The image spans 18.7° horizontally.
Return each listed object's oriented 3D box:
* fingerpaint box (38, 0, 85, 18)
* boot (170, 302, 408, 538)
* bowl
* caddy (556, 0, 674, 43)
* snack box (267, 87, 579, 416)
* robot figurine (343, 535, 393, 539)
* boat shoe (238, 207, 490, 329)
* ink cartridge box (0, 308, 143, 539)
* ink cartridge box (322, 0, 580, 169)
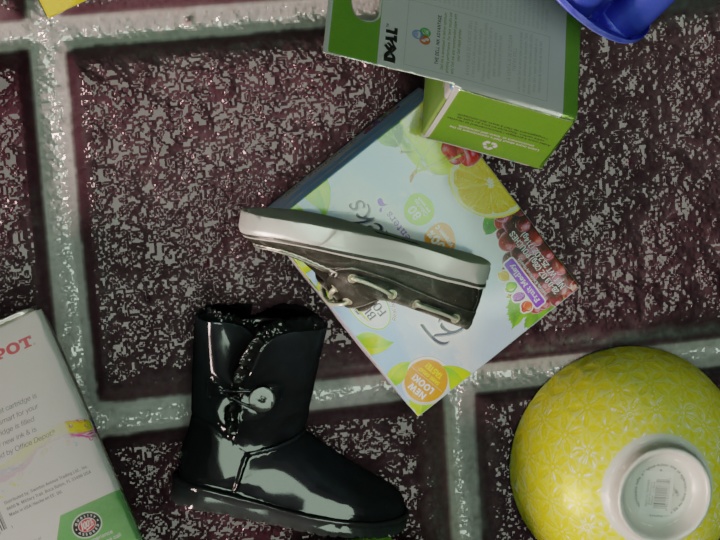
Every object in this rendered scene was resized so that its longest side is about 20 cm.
[{"bbox_3d":[-0.182,-0.307,1.631,0.200,0.073,0.167,-27,105,-5],"label":"fingerpaint box"},{"bbox_3d":[-0.045,0.117,1.733,0.200,0.076,0.168,11,102,-6],"label":"boot"},{"bbox_3d":[0.231,0.170,1.781,0.200,0.108,0.201,-2,101,-10],"label":"bowl"},{"bbox_3d":[0.172,-0.263,1.649,0.141,0.200,0.105,17,135,-42],"label":"caddy"},{"bbox_3d":[0.046,-0.015,1.731,0.169,0.068,0.200,-38,103,-2],"label":"snack box"},{"bbox_3d":[-0.027,0.277,1.738,0.200,0.116,0.176,-10,147,-21],"label":"robot figurine"},{"bbox_3d":[0.000,0.000,1.656,0.200,0.071,0.064,15,97,-13],"label":"boat shoe"},{"bbox_3d":[-0.267,0.150,1.656,0.145,0.088,0.200,-24,80,-7],"label":"ink cartridge box"},{"bbox_3d":[0.063,-0.178,1.663,0.200,0.076,0.148,13,57,-12],"label":"ink cartridge box"}]
